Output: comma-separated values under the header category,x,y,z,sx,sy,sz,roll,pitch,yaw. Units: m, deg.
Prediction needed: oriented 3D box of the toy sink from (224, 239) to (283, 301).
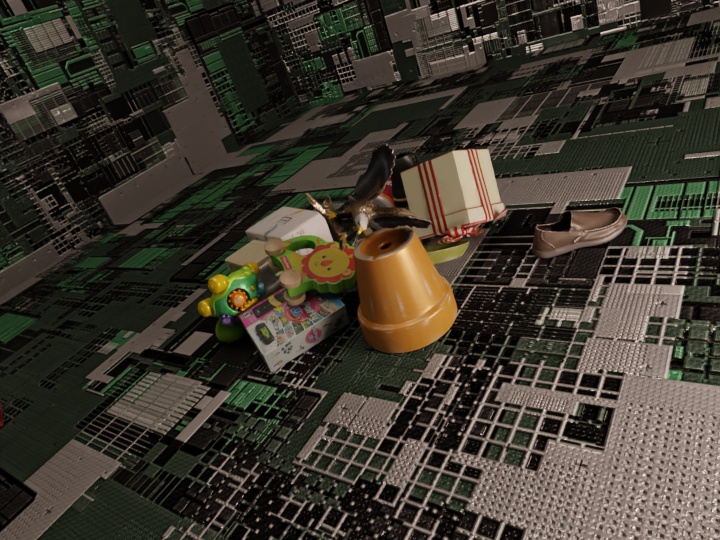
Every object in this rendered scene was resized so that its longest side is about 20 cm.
category,x,y,z,sx,sy,sz,roll,pitch,yaw
toy sink,-0.238,0.015,1.345,0.112,0.132,0.198,-38,32,-30

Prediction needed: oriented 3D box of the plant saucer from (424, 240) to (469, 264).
category,x,y,z,sx,sy,sz,roll,pitch,yaw
plant saucer,0.148,-0.033,1.188,0.196,0.032,0.200,-12,5,1

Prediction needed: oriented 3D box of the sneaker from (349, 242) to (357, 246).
category,x,y,z,sx,sy,sz,roll,pitch,yaw
sneaker,0.000,0.000,1.275,0.086,0.078,0.200,-40,22,-8

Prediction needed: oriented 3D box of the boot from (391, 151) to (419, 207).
category,x,y,z,sx,sy,sz,roll,pitch,yaw
boot,0.169,-0.255,1.369,0.196,0.140,0.078,-19,29,-2

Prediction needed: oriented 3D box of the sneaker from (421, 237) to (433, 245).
category,x,y,z,sx,sy,sz,roll,pitch,yaw
sneaker,0.121,-0.095,1.322,0.105,0.076,0.199,-9,7,36

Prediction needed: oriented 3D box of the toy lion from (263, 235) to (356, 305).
category,x,y,z,sx,sy,sz,roll,pitch,yaw
toy lion,-0.098,-0.016,1.172,0.189,0.070,0.201,-21,42,-15

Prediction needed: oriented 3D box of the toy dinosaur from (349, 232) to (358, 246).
category,x,y,z,sx,sy,sz,roll,pitch,yaw
toy dinosaur,-0.072,-0.020,1.278,0.199,0.048,0.088,-42,-3,-19

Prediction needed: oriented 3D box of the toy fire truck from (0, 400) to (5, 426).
category,x,y,z,sx,sy,sz,roll,pitch,yaw
toy fire truck,-0.985,0.376,1.341,0.140,0.049,0.199,-35,30,-23

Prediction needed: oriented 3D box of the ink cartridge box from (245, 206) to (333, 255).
category,x,y,z,sx,sy,sz,roll,pitch,yaw
ink cartridge box,-0.184,-0.070,1.439,0.144,0.149,0.198,-37,30,-28

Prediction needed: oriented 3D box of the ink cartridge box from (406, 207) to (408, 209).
category,x,y,z,sx,sy,sz,roll,pitch,yaw
ink cartridge box,0.212,-0.204,1.472,0.115,0.068,0.200,3,37,37

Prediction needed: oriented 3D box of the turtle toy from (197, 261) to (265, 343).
category,x,y,z,sx,sy,sz,roll,pitch,yaw
turtle toy,-0.287,0.079,1.214,0.101,0.201,0.145,41,33,14

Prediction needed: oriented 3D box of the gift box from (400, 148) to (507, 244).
category,x,y,z,sx,sy,sz,roll,pitch,yaw
gift box,0.221,-0.165,1.215,0.182,0.191,0.198,-15,2,-40

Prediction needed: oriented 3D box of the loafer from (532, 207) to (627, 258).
category,x,y,z,sx,sy,sz,roll,pitch,yaw
loafer,0.445,-0.087,1.079,0.196,0.072,0.073,-21,27,2

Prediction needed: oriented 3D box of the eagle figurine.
category,x,y,z,sx,sy,sz,roll,pitch,yaw
eagle figurine,0.023,-0.116,0.969,0.198,0.151,0.154,-27,59,26

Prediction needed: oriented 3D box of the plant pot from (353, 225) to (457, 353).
category,x,y,z,sx,sy,sz,roll,pitch,yaw
plant pot,0.071,0.024,1.033,0.196,0.186,0.201,-17,27,9

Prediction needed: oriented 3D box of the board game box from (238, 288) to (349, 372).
category,x,y,z,sx,sy,sz,roll,pitch,yaw
board game box,-0.144,0.104,1.147,0.198,0.065,0.147,-31,45,-16

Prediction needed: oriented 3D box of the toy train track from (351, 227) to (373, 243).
category,x,y,z,sx,sy,sz,roll,pitch,yaw
toy train track,0.047,-0.055,1.372,0.113,0.033,0.201,-19,32,-9

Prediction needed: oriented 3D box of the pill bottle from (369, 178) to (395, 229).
category,x,y,z,sx,sy,sz,roll,pitch,yaw
pill bottle,0.100,-0.208,1.513,0.111,0.115,0.200,2,35,39
